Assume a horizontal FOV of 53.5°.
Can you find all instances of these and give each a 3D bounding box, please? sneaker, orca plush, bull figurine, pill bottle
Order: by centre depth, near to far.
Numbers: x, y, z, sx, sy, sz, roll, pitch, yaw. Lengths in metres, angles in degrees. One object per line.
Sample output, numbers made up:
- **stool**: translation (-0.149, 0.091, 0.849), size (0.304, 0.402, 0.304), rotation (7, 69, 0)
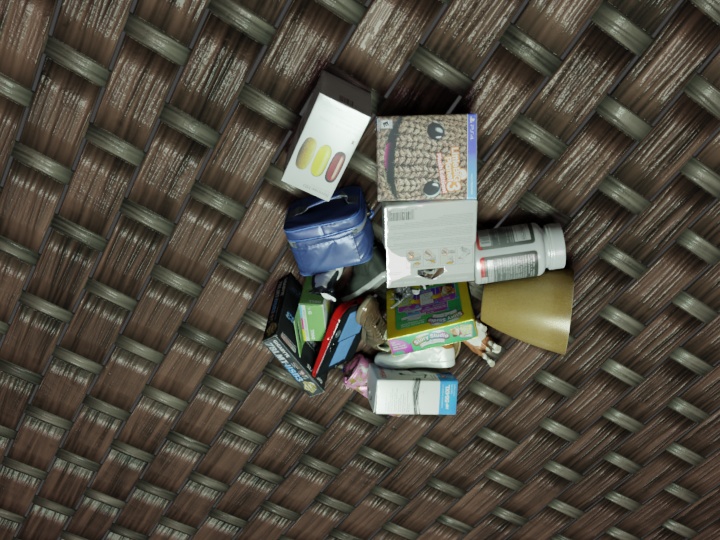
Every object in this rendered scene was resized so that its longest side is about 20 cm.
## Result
- **orca plush**: translation (-0.058, 0.019, 1.544), size (0.102, 0.201, 0.073), rotation (-16, 118, 5)
- **pill bottle**: translation (0.340, -0.040, 1.555), size (0.194, 0.115, 0.116), rotation (-8, 126, 6)
- **sneaker**: translation (0.000, 0.000, 1.626), size (0.199, 0.070, 0.101), rotation (-38, 76, 53)
- **sneaker**: translation (0.040, 0.123, 1.645), size (0.074, 0.071, 0.201), rotation (29, 160, 19)
- **bull figurine**: translation (0.276, 0.156, 1.693), size (0.065, 0.121, 0.200), rotation (-47, 116, 1)
- **sneaker**: translation (0.129, 0.188, 1.718), size (0.193, 0.073, 0.087), rotation (-4, 101, 7)

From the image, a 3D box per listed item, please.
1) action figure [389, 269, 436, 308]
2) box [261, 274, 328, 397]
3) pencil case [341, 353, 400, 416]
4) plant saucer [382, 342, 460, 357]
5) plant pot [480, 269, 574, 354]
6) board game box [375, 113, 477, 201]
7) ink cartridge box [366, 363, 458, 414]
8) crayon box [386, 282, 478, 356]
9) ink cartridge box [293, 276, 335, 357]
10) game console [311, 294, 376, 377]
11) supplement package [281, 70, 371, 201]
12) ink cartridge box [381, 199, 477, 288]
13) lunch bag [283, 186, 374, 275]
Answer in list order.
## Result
- **action figure**: translation (0.122, -0.002, 1.587), size (0.099, 0.120, 0.205), rotation (14, 120, 1)
- **box**: translation (-0.137, 0.149, 1.644), size (0.049, 0.201, 0.201), rotation (-22, 123, 23)
- **pencil case**: translation (0.044, 0.295, 1.821), size (0.198, 0.084, 0.086), rotation (35, 128, -23)
- **plant saucer**: translation (0.148, 0.171, 1.758), size (0.193, 0.036, 0.205), rotation (1, 126, 1)
- **plant pot**: translation (0.375, 0.081, 1.620), size (0.194, 0.188, 0.191), rotation (7, 128, 15)
- **board game box**: translation (0.127, -0.222, 1.402), size (0.193, 0.097, 0.165), rotation (-2, 99, 2)
- **ink cartridge box**: translation (0.120, 0.281, 1.706), size (0.193, 0.146, 0.087), rotation (3, 98, -9)
- **crayon box**: translation (0.158, 0.097, 1.620), size (0.194, 0.175, 0.059), rotation (-14, 126, 11)
- **ink cartridge box**: translation (-0.099, 0.086, 1.598), size (0.057, 0.202, 0.106), rotation (1, 128, 7)
- **game console**: translation (-0.033, 0.148, 1.640), size (0.030, 0.199, 0.181), rotation (25, 106, 20)
- **supplement package**: translation (-0.067, -0.262, 1.404), size (0.111, 0.111, 0.202), rotation (21, 124, -13)
- **ink cartridge box**: translation (0.143, -0.062, 1.488), size (0.193, 0.045, 0.181), rotation (-4, 113, -6)
- **lunch bag**: translation (-0.061, -0.093, 1.509), size (0.194, 0.138, 0.135), rotation (-14, 125, 11)
